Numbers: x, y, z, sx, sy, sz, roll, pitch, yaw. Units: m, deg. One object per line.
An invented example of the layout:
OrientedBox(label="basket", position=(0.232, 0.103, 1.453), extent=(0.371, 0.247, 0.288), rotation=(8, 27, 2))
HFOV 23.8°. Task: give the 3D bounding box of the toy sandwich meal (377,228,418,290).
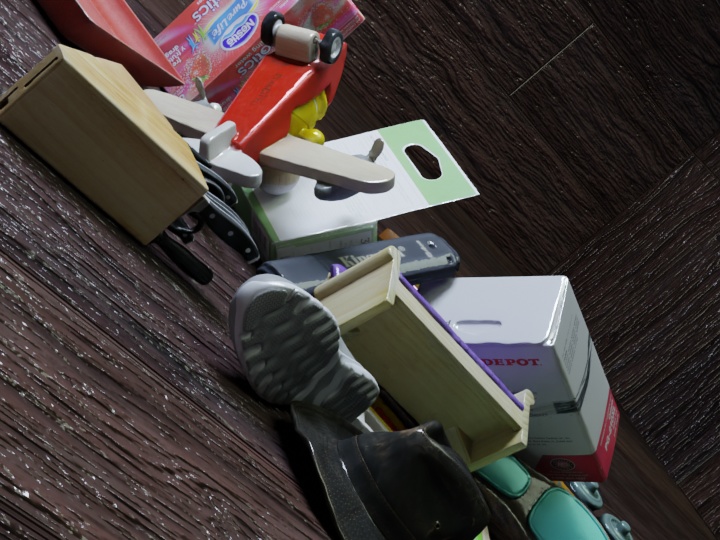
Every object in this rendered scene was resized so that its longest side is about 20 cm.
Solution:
OrientedBox(label="toy sandwich meal", position=(0.052, 0.029, 1.790), extent=(0.205, 0.070, 0.205), rotation=(48, 0, 0))

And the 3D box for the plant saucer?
OrientedBox(label="plant saucer", position=(-0.264, -0.258, 1.570), extent=(0.200, 0.037, 0.200), rotation=(54, 9, 20))

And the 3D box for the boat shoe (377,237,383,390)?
OrientedBox(label="boat shoe", position=(-0.002, 0.041, 1.530), extent=(0.200, 0.074, 0.074), rotation=(-84, 152, -58))

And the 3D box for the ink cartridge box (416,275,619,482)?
OrientedBox(label="ink cartridge box", position=(0.138, 0.099, 1.540), extent=(0.200, 0.144, 0.085), rotation=(64, 35, -42))

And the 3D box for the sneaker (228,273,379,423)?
OrientedBox(label="sneaker", position=(-0.056, 0.052, 1.219), extent=(0.082, 0.075, 0.200), rotation=(47, -6, 30))

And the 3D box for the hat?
OrientedBox(label="hat", position=(0.039, 0.151, 1.174), extent=(0.201, 0.081, 0.201), rotation=(53, 11, -15))

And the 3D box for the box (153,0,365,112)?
OrientedBox(label="box", position=(-0.110, -0.238, 1.740), extent=(0.095, 0.200, 0.103), rotation=(52, 7, 31))

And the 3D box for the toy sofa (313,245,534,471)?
OrientedBox(label="toy sofa", position=(0.053, 0.069, 1.397), extent=(0.200, 0.083, 0.098), rotation=(46, 33, -26))

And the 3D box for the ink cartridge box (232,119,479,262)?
OrientedBox(label="ink cartridge box", position=(-0.009, -0.069, 1.567), extent=(0.146, 0.199, 0.048), rotation=(-121, -155, -49))

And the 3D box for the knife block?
OrientedBox(label="knife block", position=(-0.152, -0.065, 1.195), extent=(0.176, 0.064, 0.200), rotation=(50, 8, 6))

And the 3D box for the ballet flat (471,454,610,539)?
OrientedBox(label="ballet flat", position=(0.146, 0.212, 1.526), extent=(0.200, 0.068, 0.067), rotation=(45, -30, 10))

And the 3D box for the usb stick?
OrientedBox(label="usb stick", position=(0.000, 0.000, 1.467), extent=(0.199, 0.033, 0.055), rotation=(-11, 37, -38))

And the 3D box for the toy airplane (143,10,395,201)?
OrientedBox(label="toy airplane", position=(-0.084, -0.111, 1.479), extent=(0.141, 0.198, 0.201), rotation=(81, -10, -50))

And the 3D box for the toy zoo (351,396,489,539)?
OrientedBox(label="toy zoo", position=(0.035, 0.155, 1.372), extent=(0.200, 0.020, 0.131), rotation=(49, 8, -8))

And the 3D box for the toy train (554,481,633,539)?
OrientedBox(label="toy train", position=(0.191, 0.240, 1.658), extent=(0.200, 0.085, 0.114), rotation=(51, 18, 7))
